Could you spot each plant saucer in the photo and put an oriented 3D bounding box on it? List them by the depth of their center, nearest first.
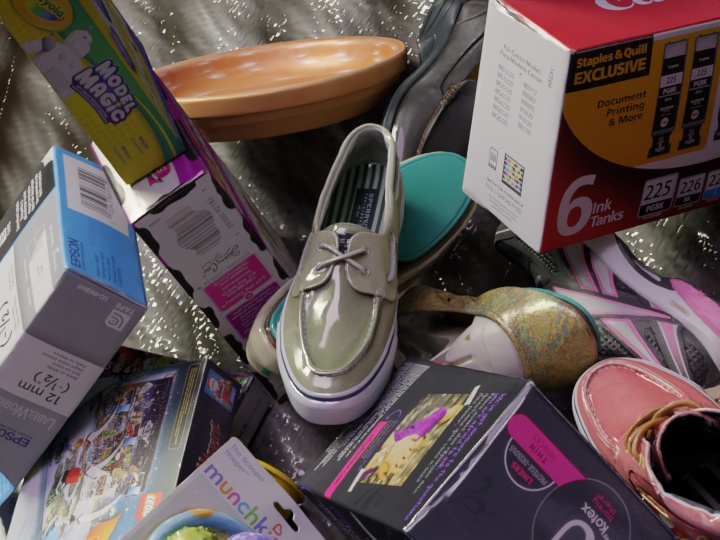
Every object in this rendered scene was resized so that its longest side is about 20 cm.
[{"bbox_3d":[-0.064,-0.123,1.519,0.198,0.038,0.200,-9,14,2],"label":"plant saucer"}]

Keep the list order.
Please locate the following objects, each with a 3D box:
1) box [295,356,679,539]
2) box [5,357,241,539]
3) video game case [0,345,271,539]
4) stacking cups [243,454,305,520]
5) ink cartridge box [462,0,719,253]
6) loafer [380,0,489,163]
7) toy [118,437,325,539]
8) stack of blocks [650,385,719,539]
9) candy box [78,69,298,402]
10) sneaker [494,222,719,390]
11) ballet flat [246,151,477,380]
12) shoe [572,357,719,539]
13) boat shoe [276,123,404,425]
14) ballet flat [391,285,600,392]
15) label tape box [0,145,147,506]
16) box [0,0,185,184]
[{"bbox_3d":[0.063,0.129,1.198,0.106,0.122,0.200,-47,15,-10],"label":"box"},{"bbox_3d":[-0.155,0.157,1.351,0.136,0.038,0.201,-11,52,34],"label":"box"},{"bbox_3d":[-0.179,0.134,1.447,0.199,0.036,0.182,10,62,35],"label":"video game case"},{"bbox_3d":[-0.105,0.210,1.336,0.060,0.061,0.201,14,66,36],"label":"stacking cups"},{"bbox_3d":[0.170,-0.123,1.296,0.199,0.177,0.084,-16,38,-30],"label":"ink cartridge box"},{"bbox_3d":[0.064,-0.104,1.472,0.072,0.073,0.201,3,59,26],"label":"loafer"},{"bbox_3d":[-0.090,0.188,1.257,0.200,0.115,0.047,-41,0,-36],"label":"toy"},{"bbox_3d":[0.195,0.164,1.195,0.114,0.059,0.201,-15,50,19],"label":"stack of blocks"},{"bbox_3d":[-0.097,-0.026,1.410,0.061,0.200,0.137,-34,44,3],"label":"candy box"},{"bbox_3d":[0.141,0.028,1.320,0.086,0.080,0.200,-48,45,-7],"label":"sneaker"},{"bbox_3d":[0.000,0.000,1.380,0.069,0.070,0.200,21,51,39],"label":"ballet flat"},{"bbox_3d":[0.170,0.091,1.161,0.071,0.091,0.200,-40,46,-4],"label":"shoe"},{"bbox_3d":[-0.011,-0.002,1.294,0.071,0.062,0.201,2,48,6],"label":"boat shoe"},{"bbox_3d":[0.067,0.047,1.317,0.071,0.071,0.200,-53,25,-16],"label":"ballet flat"},{"bbox_3d":[-0.218,0.042,1.411,0.200,0.066,0.144,-50,30,22],"label":"label tape box"},{"bbox_3d":[-0.177,-0.156,1.279,0.048,0.200,0.118,-31,46,6],"label":"box"}]
